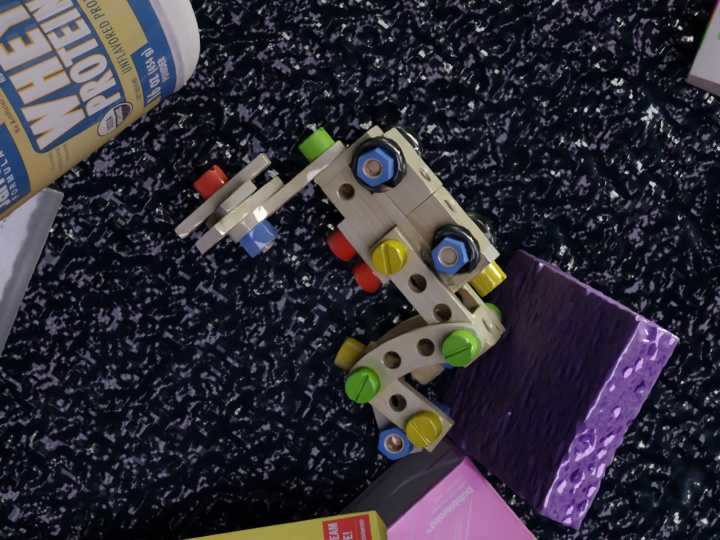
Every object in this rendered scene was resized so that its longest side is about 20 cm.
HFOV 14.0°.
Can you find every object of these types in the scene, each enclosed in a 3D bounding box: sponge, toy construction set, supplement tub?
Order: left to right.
[{"bbox_3d":[-0.194,-0.100,1.438,0.200,0.145,0.145,-38,111,-17],"label":"supplement tub"},{"bbox_3d":[0.000,0.000,1.581,0.131,0.092,0.200,-40,105,22],"label":"toy construction set"},{"bbox_3d":[0.100,0.059,1.559,0.030,0.200,0.112,25,93,-18],"label":"sponge"}]

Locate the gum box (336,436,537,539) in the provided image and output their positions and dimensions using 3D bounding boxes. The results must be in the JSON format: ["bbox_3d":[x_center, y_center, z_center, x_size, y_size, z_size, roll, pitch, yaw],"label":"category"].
[{"bbox_3d":[0.011,0.201,1.635,0.200,0.066,0.114,-42,109,-4],"label":"gum box"}]

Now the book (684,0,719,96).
[{"bbox_3d":[0.274,-0.173,1.604,0.133,0.048,0.201,23,85,3],"label":"book"}]

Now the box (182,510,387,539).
[{"bbox_3d":[-0.081,0.182,1.566,0.199,0.050,0.076,-8,72,6],"label":"box"}]

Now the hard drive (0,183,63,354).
[{"bbox_3d":[-0.256,0.026,1.533,0.139,0.033,0.201,20,96,-20],"label":"hard drive"}]
